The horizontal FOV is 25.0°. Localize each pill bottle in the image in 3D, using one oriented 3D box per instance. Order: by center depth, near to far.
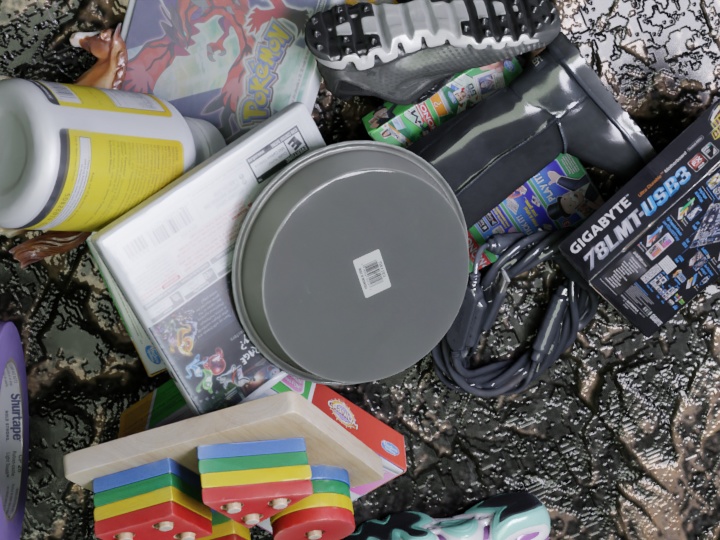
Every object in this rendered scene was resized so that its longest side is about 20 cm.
[{"bbox_3d":[-0.200,-0.085,1.260,0.200,0.112,0.112,2,110,-49],"label":"pill bottle"}]

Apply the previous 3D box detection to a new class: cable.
[{"bbox_3d":[0.139,0.034,1.408,0.163,0.051,0.200,-20,141,-26],"label":"cable"}]

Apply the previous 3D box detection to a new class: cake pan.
[{"bbox_3d":[0.000,0.000,1.266,0.200,0.037,0.200,-7,108,-21],"label":"cake pan"}]

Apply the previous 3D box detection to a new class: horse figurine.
[{"bbox_3d":[-0.251,-0.099,1.353,0.132,0.050,0.200,-6,80,5],"label":"horse figurine"}]

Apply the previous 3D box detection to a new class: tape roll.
[{"bbox_3d":[-0.333,0.142,1.361,0.085,0.200,0.200,0,105,-4],"label":"tape roll"}]

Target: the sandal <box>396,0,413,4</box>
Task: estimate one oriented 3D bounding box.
[{"bbox_3d":[0.035,-0.311,1.296,0.043,0.076,0.200,1,76,-37],"label":"sandal"}]

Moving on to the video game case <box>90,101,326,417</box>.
[{"bbox_3d":[-0.085,-0.004,1.272,0.200,0.023,0.182,-36,113,-20],"label":"video game case"}]

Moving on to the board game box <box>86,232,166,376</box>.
[{"bbox_3d":[-0.121,-0.016,1.405,0.200,0.040,0.153,-21,105,3],"label":"board game box"}]

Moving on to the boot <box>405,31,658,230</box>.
[{"bbox_3d":[0.130,-0.076,1.330,0.200,0.066,0.165,-39,117,9],"label":"boot"}]

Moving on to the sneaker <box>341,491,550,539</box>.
[{"bbox_3d":[0.082,0.290,1.485,0.200,0.078,0.140,-9,104,0],"label":"sneaker"}]

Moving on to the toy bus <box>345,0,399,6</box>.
[{"bbox_3d":[0.019,-0.209,1.358,0.200,0.065,0.078,9,102,-5],"label":"toy bus"}]

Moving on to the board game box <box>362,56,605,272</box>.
[{"bbox_3d":[0.109,-0.089,1.374,0.135,0.029,0.200,-32,126,8],"label":"board game box"}]

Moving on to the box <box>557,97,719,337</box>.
[{"bbox_3d":[0.277,-0.044,1.358,0.198,0.200,0.050,-44,62,7],"label":"box"}]

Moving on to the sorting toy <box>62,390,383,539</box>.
[{"bbox_3d":[-0.101,0.182,1.306,0.199,0.200,0.070,-17,63,15],"label":"sorting toy"}]

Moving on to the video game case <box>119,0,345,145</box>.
[{"bbox_3d":[-0.110,-0.194,1.327,0.182,0.023,0.200,25,111,18],"label":"video game case"}]

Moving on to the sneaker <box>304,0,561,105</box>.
[{"bbox_3d":[0.057,-0.175,1.283,0.200,0.067,0.091,-8,149,-2],"label":"sneaker"}]

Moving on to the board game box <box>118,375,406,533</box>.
[{"bbox_3d":[-0.083,0.148,1.395,0.153,0.040,0.200,-33,129,28],"label":"board game box"}]
